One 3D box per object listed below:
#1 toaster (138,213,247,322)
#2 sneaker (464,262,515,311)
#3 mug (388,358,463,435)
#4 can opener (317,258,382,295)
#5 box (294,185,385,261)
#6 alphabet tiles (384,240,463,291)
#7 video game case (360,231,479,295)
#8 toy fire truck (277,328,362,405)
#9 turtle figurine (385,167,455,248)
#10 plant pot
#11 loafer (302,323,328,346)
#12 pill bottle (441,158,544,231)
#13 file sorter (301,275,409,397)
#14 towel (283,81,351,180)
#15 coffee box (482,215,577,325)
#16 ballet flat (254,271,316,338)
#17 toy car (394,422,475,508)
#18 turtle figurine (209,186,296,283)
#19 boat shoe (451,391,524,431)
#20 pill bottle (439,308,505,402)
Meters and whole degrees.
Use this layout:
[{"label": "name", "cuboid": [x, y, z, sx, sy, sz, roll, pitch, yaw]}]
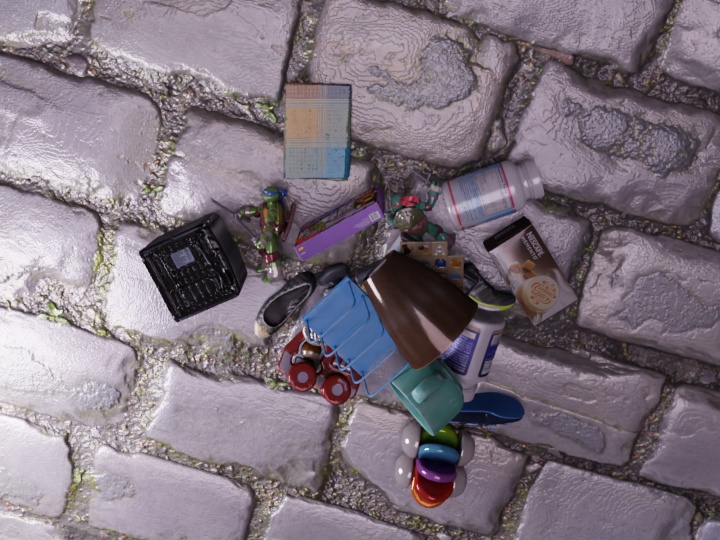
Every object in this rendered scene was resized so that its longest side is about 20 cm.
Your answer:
[{"label": "toaster", "cuboid": [-0.354, -0.013, 1.735, 0.197, 0.119, 0.183, -23, 107, 11]}, {"label": "sneaker", "cuboid": [0.251, 0.031, 1.744, 0.197, 0.074, 0.082, 17, 105, -5]}, {"label": "mug", "cuboid": [0.153, 0.257, 1.675, 0.114, 0.185, 0.153, -39, 109, -9]}, {"label": "can opener", "cuboid": [0.000, 0.000, 1.755, 0.198, 0.053, 0.068, -25, 107, 10]}, {"label": "box", "cuboid": [-0.042, -0.102, 1.678, 0.198, 0.137, 0.039, -28, 107, 11]}, {"label": "alphabet tiles", "cuboid": [0.135, 0.026, 1.675, 0.163, 0.006, 0.203, -1, 122, 6]}, {"label": "video game case", "cuboid": [0.122, 0.035, 1.700, 0.198, 0.026, 0.182, 30, 119, -13]}, {"label": "toy fire truck", "cuboid": [-0.080, 0.205, 1.814, 0.197, 0.112, 0.170, 22, 83, -3]}, {"label": "turtle figurine", "cuboid": [0.112, -0.113, 1.679, 0.148, 0.102, 0.201, -17, 126, 34]}, {"label": "plant pot", "cuboid": [0.103, 0.063, 1.606, 0.200, 0.187, 0.187, 44, 106, -6]}, {"label": "loafer", "cuboid": [-0.033, 0.115, 1.775, 0.197, 0.068, 0.077, -17, 90, -1]}, {"label": "pill bottle", "cuboid": [0.275, -0.162, 1.654, 0.197, 0.109, 0.110, -18, 107, 9]}, {"label": "file sorter", "cuboid": [-0.004, 0.144, 1.675, 0.138, 0.123, 0.200, -41, 114, 9]}, {"label": "towel", "cuboid": [-0.091, -0.292, 1.677, 0.144, 0.022, 0.204, 3, 107, 1]}, {"label": "coffee box", "cuboid": [0.366, 0.000, 1.718, 0.113, 0.080, 0.201, -32, 105, 9]}, {"label": "ballet flat", "cuboid": [-0.175, 0.078, 1.789, 0.066, 0.057, 0.200, 40, 107, -9]}, {"label": "toy car", "cuboid": [0.173, 0.460, 1.852, 0.172, 0.150, 0.203, 11, 109, 0]}, {"label": "turtle figurine", "cuboid": [-0.231, -0.074, 1.698, 0.142, 0.199, 0.197, 12, 119, 35]}, {"label": "boat shoe", "cuboid": [0.278, 0.322, 1.836, 0.196, 0.085, 0.069, 11, 132, -10]}, {"label": "pill bottle", "cuboid": [0.238, 0.183, 1.769, 0.118, 0.120, 0.203, 15, 109, -2]}]
